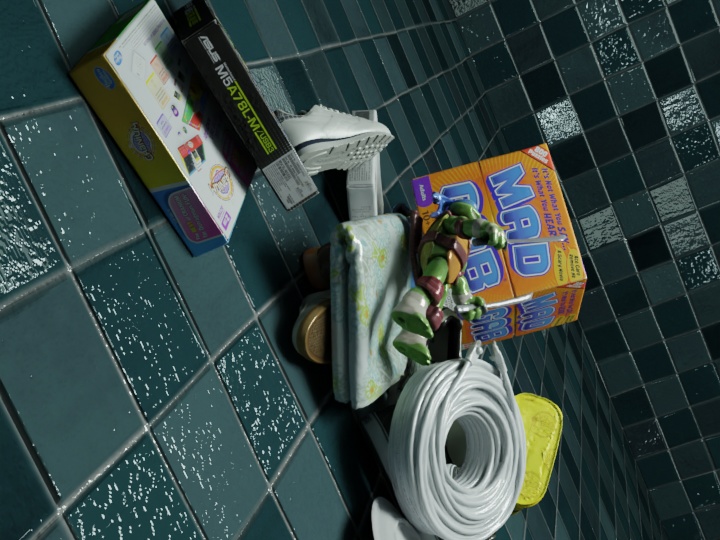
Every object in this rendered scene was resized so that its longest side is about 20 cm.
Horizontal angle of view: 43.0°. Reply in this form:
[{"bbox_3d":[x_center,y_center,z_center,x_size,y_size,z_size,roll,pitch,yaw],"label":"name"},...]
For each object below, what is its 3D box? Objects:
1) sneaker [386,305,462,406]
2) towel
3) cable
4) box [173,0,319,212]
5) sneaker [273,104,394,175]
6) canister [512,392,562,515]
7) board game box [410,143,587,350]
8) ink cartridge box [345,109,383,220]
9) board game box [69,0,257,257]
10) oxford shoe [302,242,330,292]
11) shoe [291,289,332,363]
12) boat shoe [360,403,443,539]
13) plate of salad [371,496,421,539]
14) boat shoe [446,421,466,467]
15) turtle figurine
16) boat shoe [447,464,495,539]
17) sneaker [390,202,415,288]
[{"bbox_3d":[0.083,0.142,1.132,0.087,0.074,0.205,-167,-99,-66],"label":"sneaker"},{"bbox_3d":[0.016,0.041,1.044,0.171,0.047,0.205,-21,111,-69],"label":"towel"},{"bbox_3d":[0.111,0.203,1.039,0.199,0.068,0.204,-35,109,-39],"label":"cable"},{"bbox_3d":[-0.123,-0.180,0.961,0.202,0.047,0.194,59,2,-26],"label":"box"},{"bbox_3d":[-0.033,-0.181,1.196,0.198,0.076,0.081,-13,64,-50],"label":"sneaker"},{"bbox_3d":[0.226,0.274,1.328,0.201,0.085,0.151,85,23,-70],"label":"canister"},{"bbox_3d":[0.195,-0.025,1.312,0.200,0.195,0.204,63,13,-69],"label":"board game box"},{"bbox_3d":[0.009,-0.110,1.353,0.202,0.042,0.176,-88,175,-50],"label":"ink cartridge box"},{"bbox_3d":[-0.177,-0.137,0.867,0.202,0.040,0.154,59,21,-26],"label":"board game box"},{"bbox_3d":[0.000,0.000,1.160,0.199,0.072,0.073,7,62,-69],"label":"oxford shoe"},{"bbox_3d":[-0.038,0.059,1.045,0.199,0.052,0.072,-22,113,-67],"label":"shoe"},{"bbox_3d":[0.066,0.252,1.073,0.203,0.056,0.069,65,-8,-8],"label":"boat shoe"},{"bbox_3d":[0.050,0.340,0.969,0.202,0.047,0.201,60,11,-19],"label":"plate of salad"},{"bbox_3d":[0.172,0.233,1.393,0.072,0.069,0.203,53,23,-34],"label":"boat shoe"},{"bbox_3d":[0.126,0.016,1.038,0.199,0.143,0.195,41,64,-11],"label":"turtle figurine"},{"bbox_3d":[0.156,0.356,1.219,0.068,0.056,0.204,21,51,-65],"label":"boat shoe"},{"bbox_3d":[0.059,-0.021,1.283,0.202,0.064,0.080,-91,176,-54],"label":"sneaker"}]
